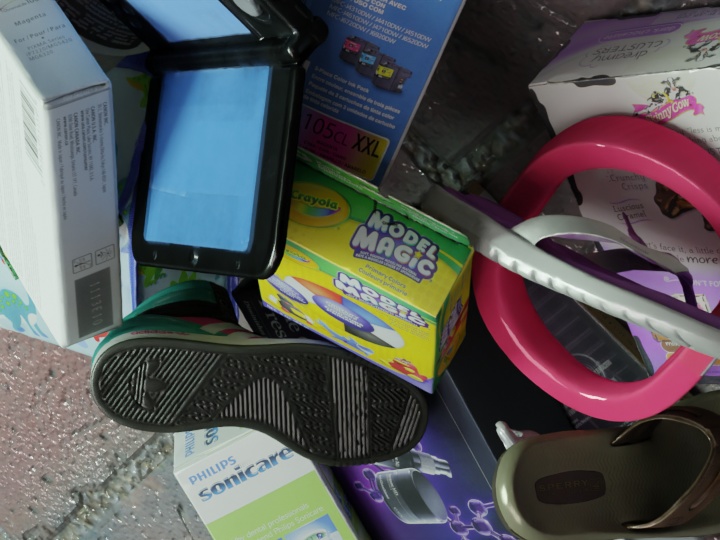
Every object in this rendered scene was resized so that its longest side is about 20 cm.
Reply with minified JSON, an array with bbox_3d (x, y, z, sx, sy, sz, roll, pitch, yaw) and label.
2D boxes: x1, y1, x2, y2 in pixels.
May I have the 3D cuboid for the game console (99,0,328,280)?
[{"bbox_3d":[-0.109,-0.098,1.235,0.176,0.117,0.200,43,164,-22],"label":"game console"}]

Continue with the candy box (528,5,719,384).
[{"bbox_3d":[0.204,-0.039,1.283,0.167,0.072,0.201,-2,124,40],"label":"candy box"}]

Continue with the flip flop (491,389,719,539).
[{"bbox_3d":[0.168,0.108,1.351,0.058,0.199,0.082,139,122,-60],"label":"flip flop"}]

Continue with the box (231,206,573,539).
[{"bbox_3d":[0.032,0.067,1.486,0.141,0.079,0.201,-11,117,41],"label":"box"}]

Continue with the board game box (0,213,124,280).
[{"bbox_3d":[-0.227,-0.096,1.449,0.104,0.023,0.201,-22,103,45],"label":"board game box"}]

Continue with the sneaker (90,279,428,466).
[{"bbox_3d":[-0.064,0.061,1.441,0.199,0.121,0.084,10,105,-11],"label":"sneaker"}]

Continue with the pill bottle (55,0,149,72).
[{"bbox_3d":[-0.128,-0.193,1.380,0.116,0.116,0.200,48,139,-7],"label":"pill bottle"}]

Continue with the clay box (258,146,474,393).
[{"bbox_3d":[0.000,0.000,1.293,0.114,0.048,0.200,27,167,9],"label":"clay box"}]

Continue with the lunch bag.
[{"bbox_3d":[-0.175,-0.053,1.544,0.169,0.127,0.201,16,118,32],"label":"lunch bag"}]

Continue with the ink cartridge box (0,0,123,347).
[{"bbox_3d":[-0.191,-0.083,1.359,0.174,0.043,0.201,55,156,34],"label":"ink cartridge box"}]

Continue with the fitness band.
[{"bbox_3d":[0.136,0.000,1.294,0.144,0.037,0.200,42,142,7],"label":"fitness band"}]

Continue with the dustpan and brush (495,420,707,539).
[{"bbox_3d":[0.147,0.138,1.413,0.200,0.057,0.140,52,176,-32],"label":"dustpan and brush"}]

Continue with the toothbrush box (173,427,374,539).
[{"bbox_3d":[-0.040,0.162,1.583,0.086,0.146,0.201,-28,109,7],"label":"toothbrush box"}]

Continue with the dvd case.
[{"bbox_3d":[0.100,0.050,1.486,0.200,0.016,0.149,44,141,-2],"label":"dvd case"}]

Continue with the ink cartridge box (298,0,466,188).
[{"bbox_3d":[0.021,-0.165,1.246,0.076,0.137,0.201,22,128,-6],"label":"ink cartridge box"}]

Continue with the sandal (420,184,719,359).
[{"bbox_3d":[0.117,-0.010,1.229,0.202,0.082,0.050,26,95,28],"label":"sandal"}]
